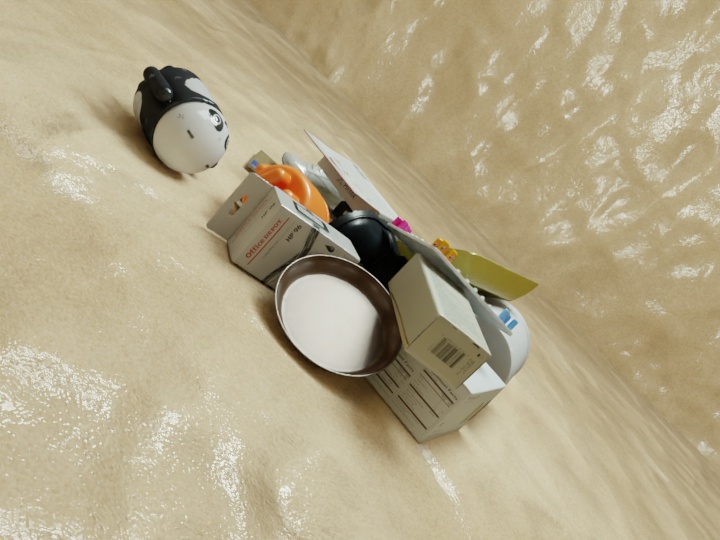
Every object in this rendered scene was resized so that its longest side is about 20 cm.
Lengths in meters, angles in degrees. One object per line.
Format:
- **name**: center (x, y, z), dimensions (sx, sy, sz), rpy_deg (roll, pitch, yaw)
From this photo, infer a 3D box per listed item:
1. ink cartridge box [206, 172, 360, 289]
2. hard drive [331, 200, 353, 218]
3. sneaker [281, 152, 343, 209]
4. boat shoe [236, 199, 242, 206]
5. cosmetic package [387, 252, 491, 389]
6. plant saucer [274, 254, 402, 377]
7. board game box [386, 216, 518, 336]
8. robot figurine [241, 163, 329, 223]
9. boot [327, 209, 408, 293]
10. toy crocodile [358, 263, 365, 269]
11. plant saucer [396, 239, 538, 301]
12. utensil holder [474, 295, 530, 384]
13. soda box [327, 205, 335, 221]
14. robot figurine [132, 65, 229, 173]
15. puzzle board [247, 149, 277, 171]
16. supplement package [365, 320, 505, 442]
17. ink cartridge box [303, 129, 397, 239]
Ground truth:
- **ink cartridge box**: center (-0.114, -0.039, 1.306), dimensions (0.200, 0.116, 0.068), rpy_deg (35, 16, -30)
- **hard drive**: center (0.031, -0.070, 1.689), dimensions (0.140, 0.038, 0.200), rpy_deg (47, 15, 11)
- **sneaker**: center (-0.071, -0.189, 1.820), dimensions (0.200, 0.100, 0.075), rpy_deg (37, 18, -18)
- **boat shoe**: center (-0.164, -0.134, 1.549), dimensions (0.072, 0.060, 0.202), rpy_deg (43, 14, -5)
- **cosmetic package**: center (0.107, 0.067, 1.254), dimensions (0.103, 0.073, 0.200), rpy_deg (39, 15, -19)
- **plant saucer**: center (-0.034, 0.068, 1.249), dimensions (0.200, 0.032, 0.201), rpy_deg (18, 47, -20)
- **board game box**: center (0.145, 0.005, 1.408), dimensions (0.200, 0.026, 0.200), rpy_deg (46, -4, -24)
- **robot figurine**: center (-0.116, -0.098, 1.412), dimensions (0.144, 0.117, 0.200), rpy_deg (28, -7, 19)
- **boot**: center (0.031, -0.004, 1.434), dimensions (0.200, 0.076, 0.168), rpy_deg (12, 51, -64)
- **toy crocodile**: center (0.000, 0.000, 1.535), dimensions (0.200, 0.062, 0.068), rpy_deg (14, 58, -31)
- **plant saucer**: center (0.186, 0.006, 1.603), dimensions (0.200, 0.049, 0.200), rpy_deg (21, -6, -40)
- **utensil holder**: center (0.207, 0.139, 1.578), dimensions (0.170, 0.170, 0.200), rpy_deg (46, 15, 9)
- **soda box**: center (-0.058, -0.073, 1.663), dimensions (0.200, 0.063, 0.068), rpy_deg (34, 18, -35)
- **robot figurine**: center (-0.282, -0.241, 1.396), dimensions (0.150, 0.125, 0.200), rpy_deg (6, 36, -38)
- **puzzle board**: center (-0.141, -0.158, 1.776), dimensions (0.200, 0.017, 0.151), rpy_deg (41, 15, -9)
- **supplement package**: center (0.113, 0.162, 1.368), dimensions (0.156, 0.111, 0.200), rpy_deg (49, 15, 19)
- **ink cartridge box**: center (-0.021, -0.153, 1.622), dimensions (0.176, 0.045, 0.200), rpy_deg (27, 21, -50)
